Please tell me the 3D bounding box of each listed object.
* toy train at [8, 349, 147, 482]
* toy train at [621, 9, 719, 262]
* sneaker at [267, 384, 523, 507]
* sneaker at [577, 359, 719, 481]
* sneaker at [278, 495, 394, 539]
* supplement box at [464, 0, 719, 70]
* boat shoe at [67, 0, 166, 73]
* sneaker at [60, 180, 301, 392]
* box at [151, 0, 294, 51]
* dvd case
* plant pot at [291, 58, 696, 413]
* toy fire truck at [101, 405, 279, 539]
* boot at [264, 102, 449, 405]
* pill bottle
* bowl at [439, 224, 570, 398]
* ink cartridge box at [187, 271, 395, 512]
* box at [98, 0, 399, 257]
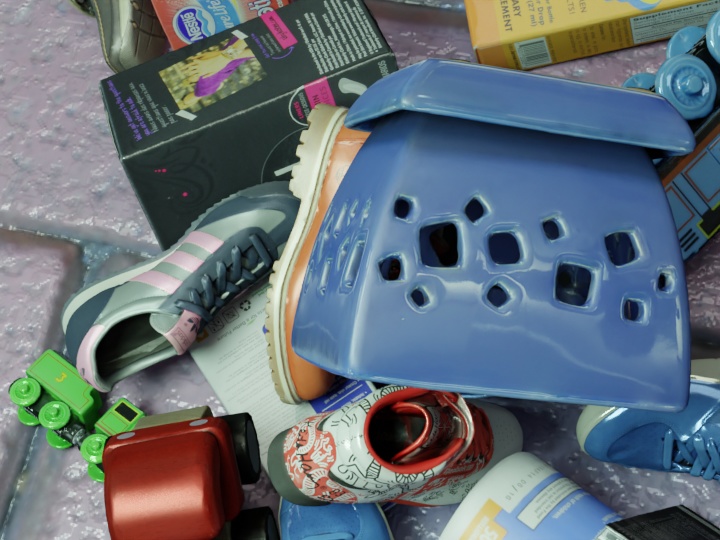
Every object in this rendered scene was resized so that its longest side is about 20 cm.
[{"bbox_3d":[-0.162,0.124,1.175,0.200,0.042,0.056,34,63,22],"label":"toy train"},{"bbox_3d":[0.233,-0.094,1.176,0.200,0.087,0.114,-43,98,-19],"label":"toy train"},{"bbox_3d":[0.051,0.107,1.058,0.201,0.108,0.068,-1,74,-37],"label":"sneaker"},{"bbox_3d":[0.243,0.119,1.075,0.199,0.077,0.112,-7,51,-1],"label":"sneaker"},{"bbox_3d":[-0.010,0.208,1.046,0.076,0.111,0.201,-8,77,0],"label":"sneaker"},{"bbox_3d":[0.178,-0.200,1.244,0.199,0.069,0.067,-11,73,8],"label":"supplement box"},{"bbox_3d":[-0.200,-0.229,1.338,0.073,0.075,0.201,-17,54,12],"label":"boat shoe"},{"bbox_3d":[-0.109,0.017,1.157,0.200,0.070,0.082,-33,38,6],"label":"sneaker"},{"bbox_3d":[-0.106,-0.223,1.239,0.094,0.200,0.103,-15,64,2],"label":"box"},{"bbox_3d":[0.226,0.188,0.996,0.148,0.200,0.016,33,99,21],"label":"dvd case"},{"bbox_3d":[0.077,-0.021,0.993,0.199,0.200,0.181,7,90,-11],"label":"plant pot"},{"bbox_3d":[-0.122,0.193,1.021,0.128,0.200,0.177,-10,101,5],"label":"toy fire truck"},{"bbox_3d":[0.000,0.000,1.116,0.107,0.075,0.201,15,100,13],"label":"boot"},{"bbox_3d":[0.148,0.210,1.040,0.200,0.112,0.112,34,75,23],"label":"pill bottle"},{"bbox_3d":[0.075,-0.015,1.143,0.200,0.039,0.202,2,96,20],"label":"bowl"},{"bbox_3d":[-0.038,0.093,1.170,0.094,0.037,0.200,-33,62,-6],"label":"ink cartridge box"},{"bbox_3d":[-0.067,-0.099,1.204,0.199,0.123,0.106,-22,42,-1],"label":"box"}]
